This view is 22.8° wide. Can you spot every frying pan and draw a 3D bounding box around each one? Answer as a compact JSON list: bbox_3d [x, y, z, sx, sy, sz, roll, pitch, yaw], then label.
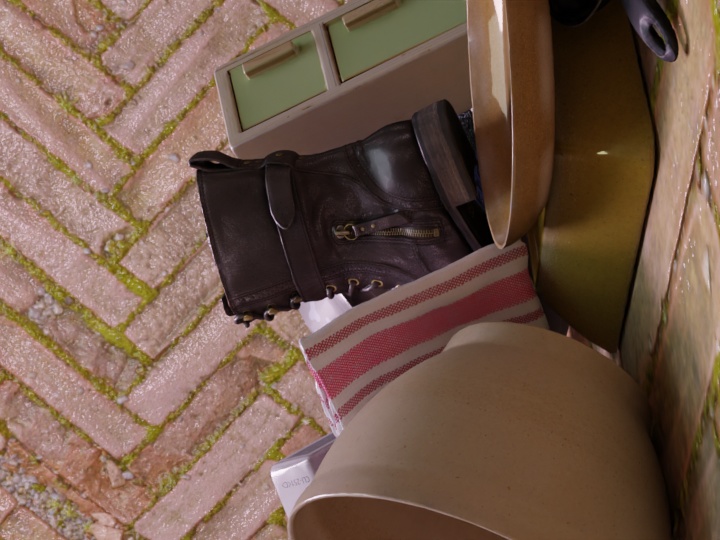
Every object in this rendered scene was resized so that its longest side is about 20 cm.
[{"bbox_3d":[0.124,-0.174,0.884,0.190,0.031,0.116,-141,48,-66],"label":"frying pan"}]

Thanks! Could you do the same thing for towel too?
[{"bbox_3d":[0.062,0.095,1.027,0.030,0.145,0.202,31,145,65],"label":"towel"}]

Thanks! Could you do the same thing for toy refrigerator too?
[{"bbox_3d":[0.009,-0.130,1.144,0.070,0.198,0.076,51,-162,-48],"label":"toy refrigerator"}]

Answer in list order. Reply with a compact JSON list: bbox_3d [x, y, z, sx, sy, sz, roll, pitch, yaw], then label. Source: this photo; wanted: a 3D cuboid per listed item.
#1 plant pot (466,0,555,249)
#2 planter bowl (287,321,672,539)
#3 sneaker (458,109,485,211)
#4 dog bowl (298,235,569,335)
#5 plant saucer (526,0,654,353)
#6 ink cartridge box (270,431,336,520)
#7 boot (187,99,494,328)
[{"bbox_3d":[0.081,-0.113,0.968,0.200,0.027,0.203,177,90,-88],"label":"plant pot"},{"bbox_3d":[0.079,0.114,0.936,0.201,0.198,0.136,89,-156,-59],"label":"planter bowl"},{"bbox_3d":[0.098,-0.130,1.206,0.078,0.074,0.202,124,140,-82],"label":"sneaker"},{"bbox_3d":[0.041,0.007,1.197,0.059,0.198,0.201,-55,29,41],"label":"dog bowl"},{"bbox_3d":[0.118,-0.085,1.018,0.201,0.048,0.202,90,176,-57],"label":"plant saucer"},{"bbox_3d":[0.048,0.171,1.177,0.044,0.199,0.178,-18,95,44],"label":"ink cartridge box"},{"bbox_3d":[0.000,0.000,1.076,0.069,0.172,0.202,-67,-43,-71],"label":"boot"}]
